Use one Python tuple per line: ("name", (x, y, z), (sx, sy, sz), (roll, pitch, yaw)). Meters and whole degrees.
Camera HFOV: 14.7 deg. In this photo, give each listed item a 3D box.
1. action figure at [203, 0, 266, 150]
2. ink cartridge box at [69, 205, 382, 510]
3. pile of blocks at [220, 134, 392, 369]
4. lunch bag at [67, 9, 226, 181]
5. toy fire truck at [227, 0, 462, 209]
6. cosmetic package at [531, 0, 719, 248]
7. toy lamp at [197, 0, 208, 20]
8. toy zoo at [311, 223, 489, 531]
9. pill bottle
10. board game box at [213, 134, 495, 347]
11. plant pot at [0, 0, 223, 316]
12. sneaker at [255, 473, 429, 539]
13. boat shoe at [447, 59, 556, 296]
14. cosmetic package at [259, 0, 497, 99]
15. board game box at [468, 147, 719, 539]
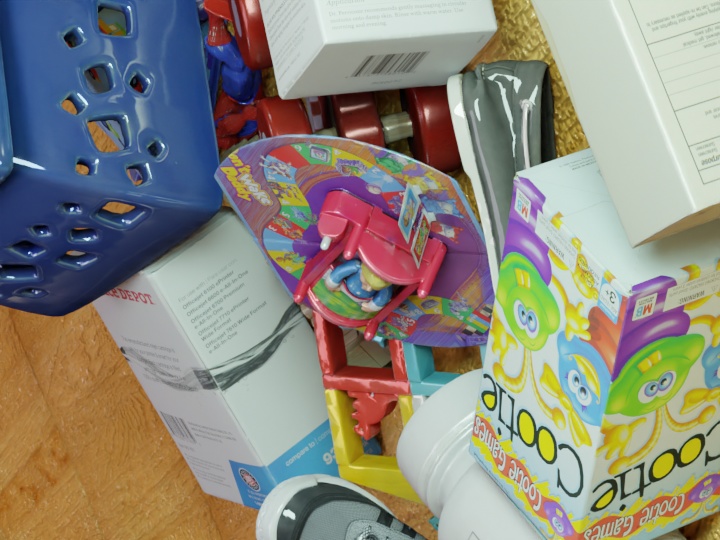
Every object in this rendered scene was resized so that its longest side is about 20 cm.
("action figure", (-0.073, -0.127, 1.790), (0.200, 0.052, 0.065), (98, -174, -64))
("ink cartridge box", (-0.093, 0.056, 1.868), (0.200, 0.084, 0.145), (61, 158, -18))
("pile of blocks", (-0.016, -0.011, 1.782), (0.062, 0.082, 0.200), (-37, 79, 18))
("lunch bag", (-0.163, -0.132, 1.952), (0.151, 0.094, 0.200), (47, 154, 35))
("toy fire truck", (-0.019, -0.128, 1.656), (0.168, 0.112, 0.200), (-141, 38, -77))
("cosmetic package", (0.147, -0.124, 1.327), (0.073, 0.103, 0.200), (-32, 76, 64))
("toy lamp", (-0.108, -0.257, 1.787), (0.058, 0.058, 0.200), (46, 146, 42))
("toy zoo", (0.034, 0.066, 1.697), (0.131, 0.020, 0.200), (4, 112, 34))
("pill bottle", (0.109, 0.151, 1.563), (0.200, 0.114, 0.114), (50, 147, 36))
("board game box", (0.000, 0.000, 1.585), (0.158, 0.039, 0.200), (4, 145, 28))
("plant pot", (-0.220, -0.099, 1.738), (0.200, 0.180, 0.200), (-30, 62, 45))
("sneaker", (0.032, 0.189, 1.707), (0.200, 0.076, 0.114), (36, 165, -37))
("boat shoe", (0.099, -0.019, 1.536), (0.067, 0.057, 0.200), (-57, -48, -71))
("cosmetic package", (-0.005, -0.204, 1.524), (0.085, 0.107, 0.200), (135, 127, -63))
("board game box", (0.136, 0.041, 1.451), (0.103, 0.105, 0.200), (49, 147, 37))
